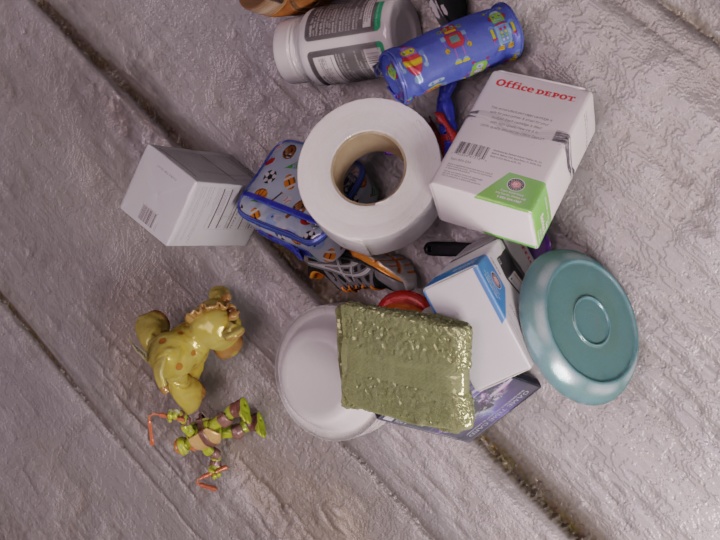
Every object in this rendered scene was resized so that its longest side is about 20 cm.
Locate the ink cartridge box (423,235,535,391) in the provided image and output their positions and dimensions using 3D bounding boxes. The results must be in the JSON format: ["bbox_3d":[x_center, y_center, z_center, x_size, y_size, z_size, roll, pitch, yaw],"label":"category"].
[{"bbox_3d":[0.175,0.042,1.303,0.083,0.200,0.146,-27,95,27],"label":"ink cartridge box"}]

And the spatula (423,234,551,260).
[{"bbox_3d":[0.175,-0.030,1.419,0.198,0.020,0.057,2,96,30],"label":"spatula"}]

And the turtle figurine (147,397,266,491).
[{"bbox_3d":[-0.234,0.265,1.623,0.160,0.065,0.201,-22,123,13],"label":"turtle figurine"}]

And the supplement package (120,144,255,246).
[{"bbox_3d":[-0.246,-0.111,1.555,0.113,0.199,0.110,37,108,24],"label":"supplement package"}]

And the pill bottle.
[{"bbox_3d":[-0.020,-0.329,1.466,0.198,0.113,0.115,-1,91,29],"label":"pill bottle"}]

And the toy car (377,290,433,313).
[{"bbox_3d":[0.081,0.103,1.388,0.174,0.199,0.151,-38,54,20],"label":"toy car"}]

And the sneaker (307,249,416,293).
[{"bbox_3d":[0.000,0.000,1.494,0.199,0.078,0.078,24,104,38],"label":"sneaker"}]

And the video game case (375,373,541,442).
[{"bbox_3d":[0.132,0.170,1.353,0.143,0.199,0.019,-42,50,25],"label":"video game case"}]

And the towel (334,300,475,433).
[{"bbox_3d":[0.052,0.116,1.256,0.198,0.036,0.150,7,107,34],"label":"towel"}]

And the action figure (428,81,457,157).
[{"bbox_3d":[0.119,-0.206,1.421,0.051,0.065,0.203,-9,87,-12],"label":"action figure"}]

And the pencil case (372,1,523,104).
[{"bbox_3d":[0.119,-0.286,1.358,0.198,0.087,0.079,-25,68,-13],"label":"pencil case"}]

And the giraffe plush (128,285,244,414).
[{"bbox_3d":[-0.258,0.107,1.610,0.161,0.200,0.174,-31,71,-3],"label":"giraffe plush"}]

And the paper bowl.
[{"bbox_3d":[-0.040,0.151,1.503,0.198,0.104,0.204,2,94,29],"label":"paper bowl"}]

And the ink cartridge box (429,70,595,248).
[{"bbox_3d":[0.199,-0.147,1.310,0.144,0.084,0.201,18,64,27],"label":"ink cartridge box"}]

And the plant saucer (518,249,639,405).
[{"bbox_3d":[0.280,0.066,1.264,0.027,0.198,0.203,-28,78,52],"label":"plant saucer"}]

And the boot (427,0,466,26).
[{"bbox_3d":[0.174,-0.436,1.385,0.199,0.065,0.167,-27,81,23],"label":"boot"}]

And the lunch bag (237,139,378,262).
[{"bbox_3d":[-0.079,-0.100,1.491,0.199,0.076,0.161,23,71,38],"label":"lunch bag"}]

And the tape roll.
[{"bbox_3d":[0.016,-0.127,1.378,0.200,0.071,0.205,-3,74,11],"label":"tape roll"}]

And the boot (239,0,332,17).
[{"bbox_3d":[-0.060,-0.412,1.463,0.198,0.155,0.078,-20,87,32],"label":"boot"}]

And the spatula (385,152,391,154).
[{"bbox_3d":[0.007,-0.194,1.488,0.198,0.020,0.057,1,101,42],"label":"spatula"}]
